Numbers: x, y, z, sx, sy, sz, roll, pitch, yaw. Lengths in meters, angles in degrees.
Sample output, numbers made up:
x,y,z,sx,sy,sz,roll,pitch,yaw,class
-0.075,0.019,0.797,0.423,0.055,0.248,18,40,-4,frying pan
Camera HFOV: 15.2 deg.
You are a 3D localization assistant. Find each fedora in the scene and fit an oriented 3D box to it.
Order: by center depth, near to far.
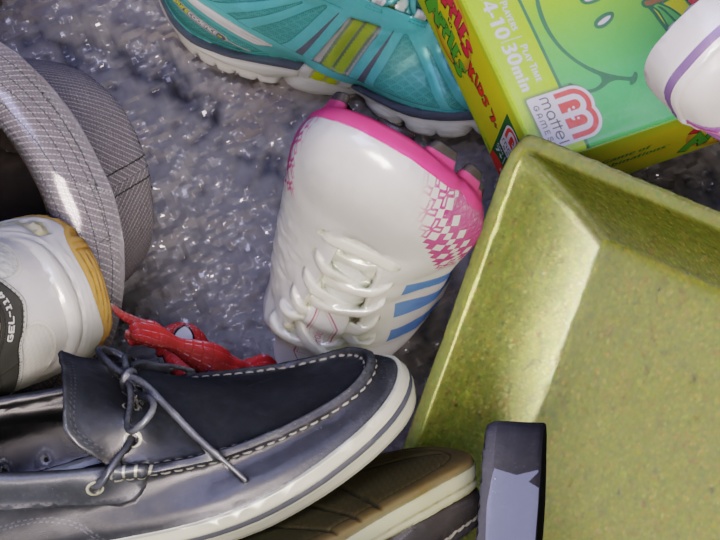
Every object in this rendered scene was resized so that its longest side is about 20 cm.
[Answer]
x,y,z,sx,sy,sz,roll,pitch,yaw,class
-0.158,-0.024,1.054,0.200,0.177,0.090,-15,10,35,fedora

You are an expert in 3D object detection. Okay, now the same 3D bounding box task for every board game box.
x,y,z,sx,sy,sz,roll,pitch,yaw,class
0.134,-0.105,1.046,0.200,0.048,0.102,-19,71,-15,board game box

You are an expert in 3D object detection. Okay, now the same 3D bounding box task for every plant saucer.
x,y,z,sx,sy,sz,roll,pitch,yaw,class
0.100,0.077,0.921,0.200,0.048,0.200,27,100,46,plant saucer

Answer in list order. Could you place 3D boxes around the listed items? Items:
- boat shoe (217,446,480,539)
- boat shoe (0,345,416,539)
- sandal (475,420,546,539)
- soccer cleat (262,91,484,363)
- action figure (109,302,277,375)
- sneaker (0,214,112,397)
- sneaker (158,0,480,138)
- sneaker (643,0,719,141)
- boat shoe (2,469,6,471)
x,y,z,sx,sy,sz,roll,pitch,yaw,class
-0.039,0.125,0.885,0.201,0.066,0.072,-29,14,-28,boat shoe
-0.080,0.058,0.902,0.200,0.062,0.075,-15,23,0,boat shoe
0.055,0.147,0.871,0.043,0.076,0.200,3,78,6,sandal
0.000,0.000,0.970,0.070,0.200,0.086,28,81,8,soccer cleat
-0.049,0.087,0.974,0.065,0.099,0.200,-50,47,24,action figure
-0.185,0.035,0.981,0.200,0.088,0.076,-28,89,37,sneaker
0.006,-0.108,1.095,0.200,0.080,0.078,9,62,16,sneaker
0.188,-0.043,0.956,0.073,0.200,0.114,-48,56,24,sneaker
-0.137,0.114,0.983,0.071,0.065,0.200,-30,24,-36,boat shoe
